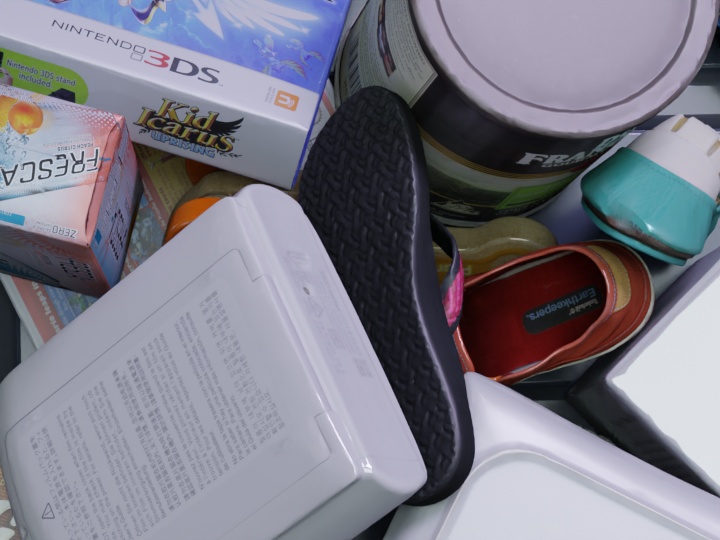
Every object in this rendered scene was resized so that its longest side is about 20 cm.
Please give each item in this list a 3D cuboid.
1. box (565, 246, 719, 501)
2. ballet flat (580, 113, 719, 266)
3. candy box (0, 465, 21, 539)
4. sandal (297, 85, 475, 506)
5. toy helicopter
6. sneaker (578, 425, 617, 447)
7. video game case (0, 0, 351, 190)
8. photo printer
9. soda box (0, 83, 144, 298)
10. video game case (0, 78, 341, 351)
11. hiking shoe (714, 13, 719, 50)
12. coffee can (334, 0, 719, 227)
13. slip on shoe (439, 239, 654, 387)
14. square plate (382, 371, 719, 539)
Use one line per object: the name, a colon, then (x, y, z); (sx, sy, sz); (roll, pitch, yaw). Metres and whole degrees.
box: (0.215, 0.091, 1.220); (0.106, 0.152, 0.200); (-44, 88, -6)
ballet flat: (0.149, -0.044, 1.209); (0.067, 0.200, 0.071); (31, 95, 7)
candy box: (-0.145, 0.161, 1.236); (0.200, 0.056, 0.117); (31, 81, -1)
sandal: (0.019, 0.013, 1.151); (0.075, 0.045, 0.201); (-23, 70, 38)
toy helicopter: (0.000, 0.000, 1.236); (0.199, 0.132, 0.079); (2, 43, 6)
sneaker: (0.083, 0.104, 1.257); (0.200, 0.075, 0.081); (42, 72, -4)
video game case: (-0.095, -0.145, 1.231); (0.181, 0.046, 0.200); (17, 45, -3)
photo printer: (-0.081, 0.082, 1.144); (0.200, 0.069, 0.167); (-38, 63, 25)
soda box: (-0.146, -0.034, 1.170); (0.068, 0.200, 0.064); (15, 81, 0)
video game case: (-0.105, -0.054, 1.286); (0.200, 0.017, 0.143); (-26, 85, -7)
hiking shoe: (0.224, -0.125, 1.299); (0.087, 0.074, 0.200); (-23, 75, 1)
coffee can: (0.075, -0.113, 1.206); (0.146, 0.200, 0.147); (2, 79, -10)
slip on shoe: (0.044, 0.037, 1.182); (0.200, 0.061, 0.074); (-23, 76, 14)
square plate: (0.093, 0.174, 1.114); (0.200, 0.028, 0.198); (26, 79, 5)
